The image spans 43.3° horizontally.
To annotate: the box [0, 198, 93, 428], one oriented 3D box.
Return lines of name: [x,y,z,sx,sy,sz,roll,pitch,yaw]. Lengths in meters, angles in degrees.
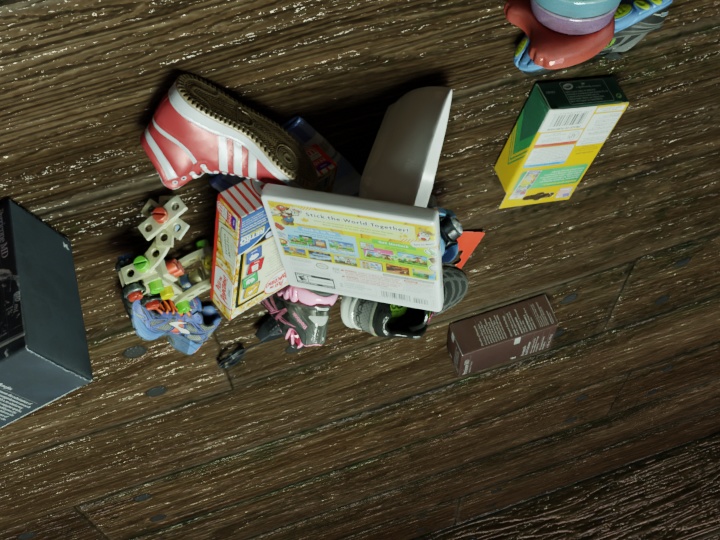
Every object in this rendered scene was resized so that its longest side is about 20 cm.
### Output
box: [-0.430,0.064,1.035,0.194,0.203,0.124,-26,150,9]

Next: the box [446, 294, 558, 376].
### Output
box: [0.267,0.124,1.719,0.196,0.076,0.101,-16,151,-6]

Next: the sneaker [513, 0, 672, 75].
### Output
sneaker: [0.277,-0.273,1.068,0.197,0.071,0.083,-24,145,-1]

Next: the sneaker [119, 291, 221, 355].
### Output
sneaker: [-0.266,0.056,1.276,0.078,0.076,0.200,-36,157,9]

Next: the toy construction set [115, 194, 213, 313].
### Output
toy construction set: [-0.235,-0.008,1.152,0.129,0.093,0.201,-22,151,1]

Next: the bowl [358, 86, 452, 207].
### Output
bowl: [0.047,-0.108,1.101,0.073,0.202,0.201,16,146,5]

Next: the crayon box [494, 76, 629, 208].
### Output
crayon box: [0.266,-0.173,1.247,0.123,0.052,0.201,-9,148,-21]

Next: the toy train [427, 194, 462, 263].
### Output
toy train: [0.048,-0.033,1.272,0.199,0.116,0.086,-36,166,22]

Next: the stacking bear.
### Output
stacking bear: [0.221,-0.328,0.913,0.111,0.123,0.202,-13,143,-8]

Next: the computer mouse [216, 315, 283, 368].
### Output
computer mouse: [-0.165,0.106,1.460,0.198,0.035,0.058,-32,166,29]

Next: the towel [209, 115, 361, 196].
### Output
towel: [-0.086,-0.109,1.154,0.145,0.024,0.200,-30,149,13]

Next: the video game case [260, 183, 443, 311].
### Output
video game case: [-0.004,-0.023,1.039,0.196,0.023,0.183,10,149,14]

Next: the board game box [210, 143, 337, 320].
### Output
board game box: [-0.110,-0.044,1.122,0.150,0.046,0.202,-31,154,-31]

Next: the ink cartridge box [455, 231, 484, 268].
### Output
ink cartridge box: [0.090,0.007,1.434,0.196,0.048,0.161,-3,146,-25]

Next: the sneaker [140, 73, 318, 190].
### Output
sneaker: [-0.149,-0.123,1.010,0.198,0.072,0.112,32,125,-28]

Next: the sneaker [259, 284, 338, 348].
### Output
sneaker: [-0.101,0.058,1.270,0.078,0.098,0.199,-2,-172,-30]

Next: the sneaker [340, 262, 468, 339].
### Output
sneaker: [0.074,0.044,1.164,0.197,0.087,0.075,-13,117,-34]
